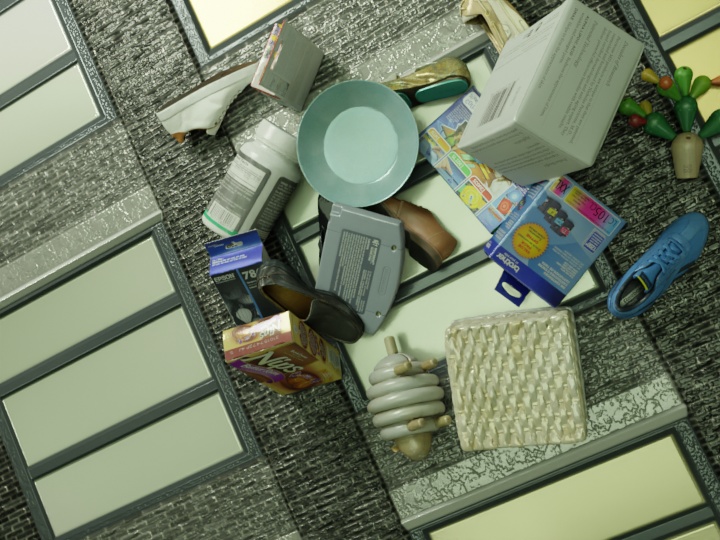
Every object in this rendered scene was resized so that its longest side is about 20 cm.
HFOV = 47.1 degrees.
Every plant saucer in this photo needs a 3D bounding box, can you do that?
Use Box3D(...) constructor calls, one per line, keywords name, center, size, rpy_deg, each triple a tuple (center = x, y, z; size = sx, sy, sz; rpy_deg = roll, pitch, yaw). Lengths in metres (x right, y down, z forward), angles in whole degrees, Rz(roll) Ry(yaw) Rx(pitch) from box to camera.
Box3D(name="plant saucer", center=(-0.002, -0.201, 1.320), size=(0.200, 0.039, 0.202), rpy_deg=(1, 94, 14))

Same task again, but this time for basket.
Box3D(name="basket", center=(0.234, 0.165, 1.246), size=(0.198, 0.161, 0.201), rpy_deg=(-8, 89, 14))

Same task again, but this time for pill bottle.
Box3D(name="pill bottle", center=(-0.170, -0.143, 1.382), size=(0.113, 0.113, 0.200), rpy_deg=(33, 98, 13))

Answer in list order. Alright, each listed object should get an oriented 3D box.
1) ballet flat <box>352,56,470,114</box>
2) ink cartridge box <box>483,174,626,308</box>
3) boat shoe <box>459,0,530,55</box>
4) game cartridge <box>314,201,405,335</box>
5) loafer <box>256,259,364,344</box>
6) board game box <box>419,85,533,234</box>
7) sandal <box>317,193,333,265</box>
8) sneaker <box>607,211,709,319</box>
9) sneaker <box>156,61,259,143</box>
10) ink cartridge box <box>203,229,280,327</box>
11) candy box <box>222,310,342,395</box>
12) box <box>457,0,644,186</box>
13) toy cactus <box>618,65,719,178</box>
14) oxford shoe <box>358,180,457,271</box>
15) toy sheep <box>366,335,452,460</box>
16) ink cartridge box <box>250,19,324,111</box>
Box3D(name="ballet flat", center=(0.081, -0.299, 1.346), size=(0.200, 0.071, 0.071), rpy_deg=(-14, 86, 15))
Box3D(name="ink cartridge box", center=(0.283, -0.039, 1.261), size=(0.136, 0.076, 0.200), rpy_deg=(36, 101, -5))
Box3D(name="boat shoe", center=(0.191, -0.415, 1.307), size=(0.069, 0.074, 0.200), rpy_deg=(-40, 81, 5))
Box3D(name="game cartridge", center=(0.000, 0.000, 1.329), size=(0.133, 0.042, 0.200), rpy_deg=(15, 113, 4))
Box3D(name="loafer", center=(-0.082, 0.063, 1.307), size=(0.200, 0.072, 0.073), rpy_deg=(31, 112, -11))
Box3D(name="board game box", center=(0.196, -0.176, 1.322), size=(0.135, 0.034, 0.200), rpy_deg=(-40, 80, 11))
Box3D(name="sandal", center=(-0.041, -0.043, 1.380), size=(0.076, 0.043, 0.201), rpy_deg=(-11, 88, 15))
Box3D(name="sneaker", center=(0.448, -0.006, 1.232), size=(0.066, 0.078, 0.200), rpy_deg=(43, 98, 14))
Box3D(name="sneaker", center=(-0.249, -0.291, 1.440), size=(0.200, 0.073, 0.085), rpy_deg=(-28, 113, 7))
Box3D(name="ink cartridge box", center=(-0.180, 0.034, 1.369), size=(0.099, 0.039, 0.200), rpy_deg=(-15, 119, 15))
Box3D(name="candy box", center=(-0.120, 0.136, 1.319), size=(0.116, 0.200, 0.057), rpy_deg=(-17, 63, 14))
Box3D(name="box", center=(0.267, -0.246, 1.185), size=(0.131, 0.199, 0.200), rpy_deg=(28, 81, -13))
Box3D(name="toy cactus", center=(0.489, -0.220, 1.223), size=(0.199, 0.102, 0.165), rpy_deg=(-3, 98, 7))
Box3D(name="oxford shoe", center=(0.073, -0.086, 1.351), size=(0.200, 0.071, 0.071), rpy_deg=(43, 70, 14))
Box3D(name="toy sheep", center=(0.072, 0.199, 1.305), size=(0.138, 0.138, 0.201), rpy_deg=(-14, 73, 15))
Box3D(name="ink cartridge box", center=(-0.126, -0.331, 1.326), size=(0.050, 0.200, 0.109), rpy_deg=(24, 95, 14))
